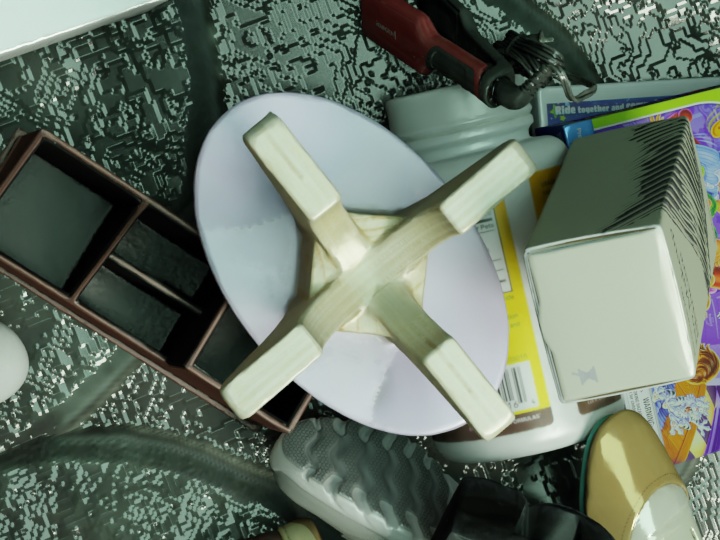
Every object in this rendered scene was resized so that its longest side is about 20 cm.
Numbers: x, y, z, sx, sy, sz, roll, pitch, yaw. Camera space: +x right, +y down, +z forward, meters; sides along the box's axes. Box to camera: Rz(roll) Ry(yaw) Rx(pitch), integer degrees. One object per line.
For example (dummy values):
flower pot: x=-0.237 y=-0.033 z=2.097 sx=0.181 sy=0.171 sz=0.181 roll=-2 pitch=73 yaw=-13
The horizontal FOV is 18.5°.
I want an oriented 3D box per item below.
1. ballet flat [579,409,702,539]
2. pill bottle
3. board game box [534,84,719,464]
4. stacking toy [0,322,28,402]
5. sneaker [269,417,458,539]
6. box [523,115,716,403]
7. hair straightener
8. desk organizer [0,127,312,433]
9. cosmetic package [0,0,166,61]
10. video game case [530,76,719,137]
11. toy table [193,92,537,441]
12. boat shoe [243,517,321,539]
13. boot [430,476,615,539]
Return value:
ballet flat: x=0.163 y=0.167 z=1.201 sx=0.069 sy=0.063 sz=0.201 roll=-31 pitch=126 yaw=-34
pill bottle: x=0.072 y=-0.003 z=1.210 sx=0.109 sy=0.109 sz=0.201 roll=-14 pitch=94 yaw=-17
board game box: x=0.188 y=0.001 z=1.262 sx=0.134 sy=0.045 sz=0.201 roll=-15 pitch=95 yaw=-17
stacking toy: x=-0.256 y=0.031 z=1.113 sx=0.199 sy=0.146 sz=0.147 roll=12 pitch=87 yaw=-33
sneaker: x=0.029 y=0.154 z=1.212 sx=0.200 sy=0.075 sz=0.082 roll=32 pitch=124 yaw=-16
box: x=0.133 y=-0.010 z=1.099 sx=0.068 sy=0.200 sz=0.083 roll=-11 pitch=107 yaw=15
hair straightener: x=0.070 y=-0.123 z=1.166 sx=0.077 sy=0.200 sz=0.041 roll=-12 pitch=111 yaw=-20
desk organizer: x=-0.110 y=0.007 z=1.170 sx=0.200 sy=0.077 sz=0.072 roll=33 pitch=81 yaw=-15
cosmetic package: x=-0.204 y=-0.155 z=1.143 sx=0.199 sy=0.074 sz=0.102 roll=-20 pitch=96 yaw=-19
video game case: x=0.173 y=-0.010 z=1.290 sx=0.143 sy=0.018 sz=0.201 roll=-5 pitch=92 yaw=-17
toy table: x=0.000 y=0.000 z=1.090 sx=0.200 sy=0.117 sz=0.184 roll=39 pitch=87 yaw=-7
boat shoe: x=-0.036 y=0.221 z=1.158 sx=0.072 sy=0.072 sz=0.201 roll=-10 pitch=52 yaw=-9
boot: x=0.090 y=0.205 z=1.183 sx=0.164 sy=0.066 sz=0.200 roll=11 pitch=126 yaw=-17
